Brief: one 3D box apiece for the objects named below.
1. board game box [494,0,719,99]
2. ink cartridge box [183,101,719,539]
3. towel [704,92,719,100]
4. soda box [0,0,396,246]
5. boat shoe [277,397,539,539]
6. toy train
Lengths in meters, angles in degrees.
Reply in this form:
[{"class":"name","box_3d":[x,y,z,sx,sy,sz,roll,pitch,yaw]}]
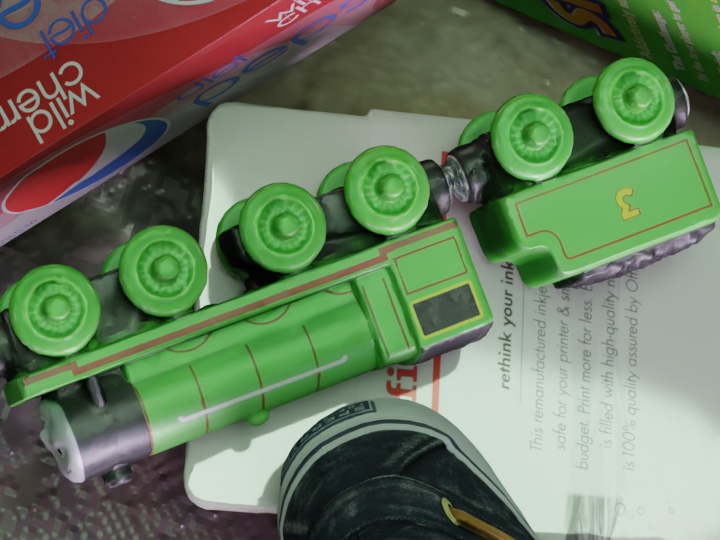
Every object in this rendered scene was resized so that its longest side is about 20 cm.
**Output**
[{"class":"board game box","box_3d":[0.103,-0.076,0.767,0.200,0.096,0.030,23,69,17]},{"class":"ink cartridge box","box_3d":[0.049,0.025,0.772,0.199,0.067,0.116,6,73,-9]},{"class":"towel","box_3d":[0.179,-0.125,0.860,0.132,0.034,0.201,17,72,-5]},{"class":"soda box","box_3d":[-0.058,-0.071,0.732,0.200,0.070,0.064,-30,81,13]},{"class":"boat shoe","box_3d":[0.051,0.125,0.698,0.071,0.091,0.200,-39,112,11]},{"class":"toy train","box_3d":[0.000,0.000,0.714,0.200,0.042,0.057,-21,90,-16]}]
